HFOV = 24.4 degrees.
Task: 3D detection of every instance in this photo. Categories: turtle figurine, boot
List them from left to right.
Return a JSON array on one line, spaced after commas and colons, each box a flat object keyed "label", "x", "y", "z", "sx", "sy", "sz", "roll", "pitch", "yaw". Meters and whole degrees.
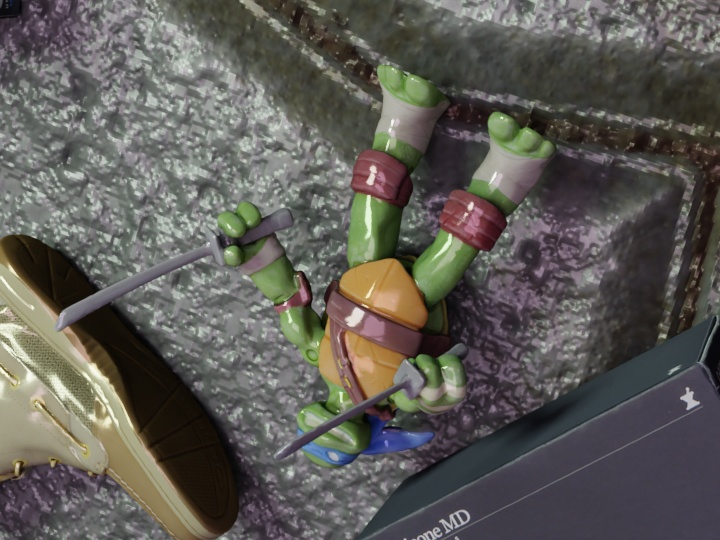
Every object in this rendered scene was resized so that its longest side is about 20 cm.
[{"label": "boot", "x": -0.175, "y": 0.102, "z": 0.921, "sx": 0.155, "sy": 0.073, "sz": 0.200, "roll": -43, "pitch": 85, "yaw": 19}, {"label": "turtle figurine", "x": 0.000, "y": 0.000, "z": 0.797, "sx": 0.200, "sy": 0.144, "sz": 0.194, "roll": 27, "pitch": 90, "yaw": -34}]

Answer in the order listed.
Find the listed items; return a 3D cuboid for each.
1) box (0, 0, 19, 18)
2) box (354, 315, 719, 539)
[{"label": "box", "x": -0.295, "y": -0.195, "z": 0.874, "sx": 0.199, "sy": 0.115, "sz": 0.133, "roll": 3, "pitch": 102, "yaw": 15}, {"label": "box", "x": 0.133, "y": 0.153, "z": 0.823, "sx": 0.200, "sy": 0.104, "sz": 0.182, "roll": -30, "pitch": 93, "yaw": 19}]
